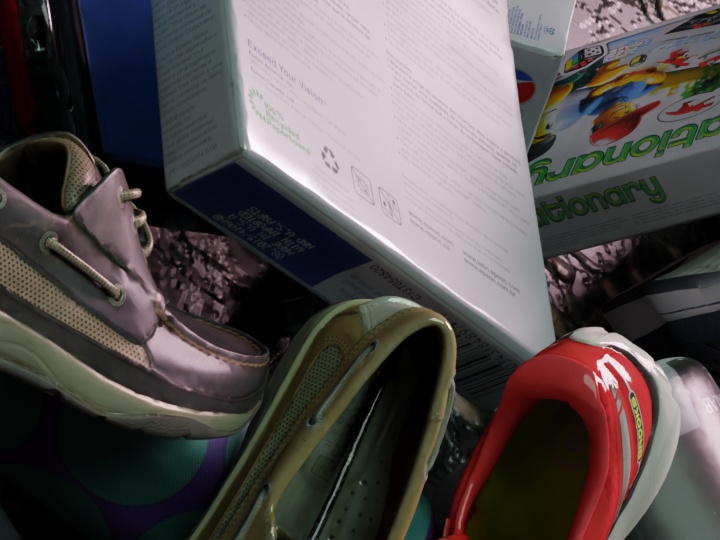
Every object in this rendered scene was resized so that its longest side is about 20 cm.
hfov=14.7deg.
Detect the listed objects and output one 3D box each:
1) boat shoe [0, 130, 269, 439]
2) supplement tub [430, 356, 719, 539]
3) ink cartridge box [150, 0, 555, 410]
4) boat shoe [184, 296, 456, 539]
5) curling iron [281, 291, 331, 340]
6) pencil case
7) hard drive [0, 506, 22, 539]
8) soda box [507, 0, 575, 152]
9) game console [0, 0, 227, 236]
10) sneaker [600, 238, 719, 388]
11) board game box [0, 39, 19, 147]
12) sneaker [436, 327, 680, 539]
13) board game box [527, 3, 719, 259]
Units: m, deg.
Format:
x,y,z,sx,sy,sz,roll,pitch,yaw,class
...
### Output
x,y,z,sx,sy,sz,roll,pitch,yaw,class
-0.092,-0.002,0.836,0.200,0.074,0.073,23,93,-49,boat shoe
0.121,0.145,1.053,0.122,0.122,0.200,-15,74,-47,supplement tub
-0.004,-0.074,1.015,0.200,0.041,0.200,36,40,-45,ink cartridge box
-0.022,0.100,0.886,0.072,0.076,0.200,22,80,-19,boat shoe
0.000,0.000,1.065,0.200,0.026,0.050,-74,144,-66,curling iron
-0.074,0.056,0.961,0.200,0.085,0.092,39,7,-15,pencil case
-0.121,0.135,0.815,0.200,0.033,0.140,67,22,-48,hard drive
0.065,-0.140,1.220,0.064,0.068,0.200,17,45,-1,soda box
-0.075,-0.124,0.998,0.118,0.172,0.200,-10,61,-6,game console
0.171,0.054,1.129,0.077,0.202,0.146,-28,86,-7,sneaker
-0.133,-0.122,1.065,0.135,0.034,0.200,30,46,-24,board game box
0.045,0.113,0.972,0.077,0.200,0.085,20,8,22,sneaker
0.147,-0.068,1.166,0.035,0.200,0.126,57,37,-24,board game box
